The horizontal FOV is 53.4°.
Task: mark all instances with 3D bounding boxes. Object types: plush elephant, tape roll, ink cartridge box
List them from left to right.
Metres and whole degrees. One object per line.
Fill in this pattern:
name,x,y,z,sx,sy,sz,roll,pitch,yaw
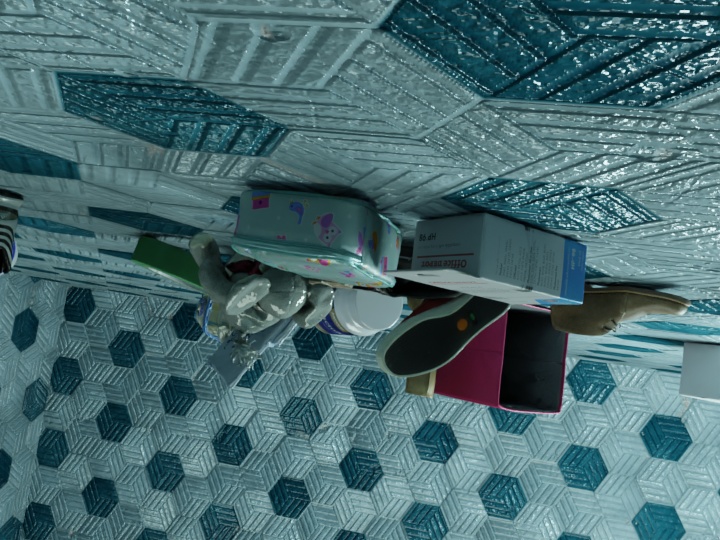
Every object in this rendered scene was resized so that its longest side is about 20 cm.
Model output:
tape roll,-0.315,0.000,1.297,0.196,0.049,0.201,23,172,3
plush elephant,-0.129,0.018,0.984,0.162,0.205,0.153,13,149,-43
ink cartridge box,0.134,-0.012,0.767,0.196,0.069,0.115,13,172,-33

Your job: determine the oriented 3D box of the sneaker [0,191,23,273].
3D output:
sneaker,-0.570,-0.054,1.094,0.074,0.119,0.199,13,172,-32

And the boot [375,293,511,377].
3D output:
boot,0.091,0.060,0.959,0.197,0.074,0.144,-32,-159,-11

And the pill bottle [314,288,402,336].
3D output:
pill bottle,-0.011,0.056,1.260,0.113,0.119,0.199,12,171,-25

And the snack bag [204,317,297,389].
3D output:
snack bag,-0.156,0.094,1.119,0.021,0.201,0.188,45,168,-20

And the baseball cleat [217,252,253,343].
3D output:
baseball cleat,-0.206,0.032,1.239,0.068,0.203,0.107,21,-154,-3

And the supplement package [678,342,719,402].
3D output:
supplement package,0.832,0.240,1.621,0.197,0.123,0.120,14,172,-36

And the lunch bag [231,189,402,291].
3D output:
lunch bag,-0.046,-0.031,0.799,0.156,0.079,0.200,6,172,20

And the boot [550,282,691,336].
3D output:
boot,0.363,0.059,1.013,0.197,0.078,0.073,1,168,40

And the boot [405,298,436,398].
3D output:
boot,0.116,0.140,1.402,0.064,0.206,0.175,9,173,-4

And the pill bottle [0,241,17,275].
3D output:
pill bottle,-0.718,-0.045,1.351,0.109,0.115,0.200,10,173,-8

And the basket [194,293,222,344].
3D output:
basket,-0.262,0.082,1.517,0.197,0.181,0.138,17,177,44

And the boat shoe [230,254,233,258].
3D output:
boat shoe,-0.155,0.012,1.282,0.195,0.072,0.070,7,176,28

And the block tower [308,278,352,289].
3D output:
block tower,0.000,0.000,1.071,0.195,0.059,0.054,7,173,24

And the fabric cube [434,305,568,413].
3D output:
fabric cube,0.278,0.170,1.442,0.193,0.206,0.197,13,172,-36

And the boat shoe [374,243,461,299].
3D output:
boat shoe,0.061,0.004,0.927,0.196,0.068,0.057,-4,-150,35
